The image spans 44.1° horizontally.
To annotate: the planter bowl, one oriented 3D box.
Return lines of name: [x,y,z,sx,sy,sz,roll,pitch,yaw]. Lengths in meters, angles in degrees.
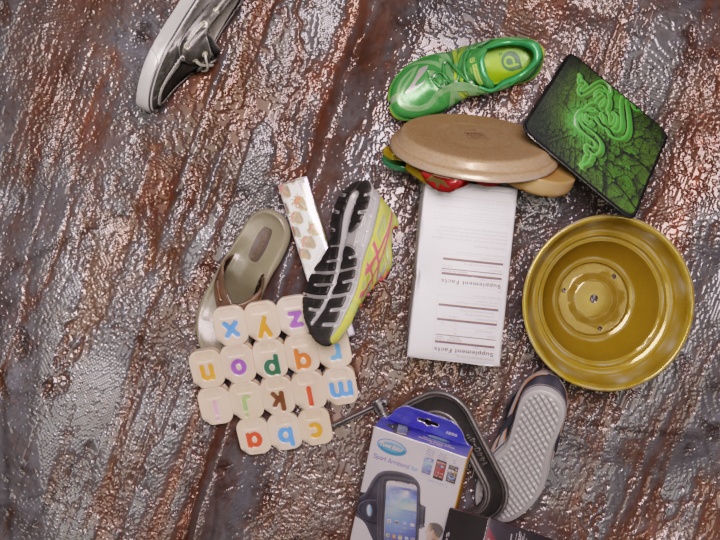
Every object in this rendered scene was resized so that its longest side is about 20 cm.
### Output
planter bowl: [0.286,0.036,1.061,0.196,0.083,0.204,0,93,2]

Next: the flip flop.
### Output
flip flop: [-0.145,0.019,1.086,0.080,0.058,0.202,27,94,1]

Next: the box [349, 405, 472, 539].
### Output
box: [0.060,0.267,1.066,0.117,0.041,0.203,15,107,15]

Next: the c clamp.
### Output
c clamp: [0.082,0.232,1.087,0.170,0.027,0.202,-34,88,22]

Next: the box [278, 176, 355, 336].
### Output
box: [-0.053,-0.014,1.092,0.038,0.041,0.203,-17,91,2]

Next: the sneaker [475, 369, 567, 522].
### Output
sneaker: [0.201,0.212,1.079,0.077,0.079,0.202,25,117,8]

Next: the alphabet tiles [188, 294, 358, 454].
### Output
alphabet tiles: [-0.105,0.128,1.083,0.196,0.015,0.199,-9,108,3]

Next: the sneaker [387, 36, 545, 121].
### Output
sneaker: [0.123,-0.237,1.057,0.197,0.084,0.075,-20,92,3]

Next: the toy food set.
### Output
toy food set: [0.128,-0.130,1.003,0.197,0.198,0.049,-9,120,-26]

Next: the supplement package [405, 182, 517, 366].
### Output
supplement package: [0.116,0.001,1.051,0.107,0.114,0.204,6,94,2]

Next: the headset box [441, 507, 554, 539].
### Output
headset box: [0.161,0.369,1.019,0.198,0.075,0.151,25,73,-30]

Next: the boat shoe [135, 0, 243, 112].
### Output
boat shoe: [-0.202,-0.275,1.072,0.063,0.071,0.202,29,91,2]

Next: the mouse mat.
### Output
mouse mat: [0.275,-0.160,1.023,0.160,0.201,0.008,39,136,-2]

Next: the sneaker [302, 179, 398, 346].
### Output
sneaker: [0.000,0.000,1.050,0.090,0.077,0.203,34,68,-40]
